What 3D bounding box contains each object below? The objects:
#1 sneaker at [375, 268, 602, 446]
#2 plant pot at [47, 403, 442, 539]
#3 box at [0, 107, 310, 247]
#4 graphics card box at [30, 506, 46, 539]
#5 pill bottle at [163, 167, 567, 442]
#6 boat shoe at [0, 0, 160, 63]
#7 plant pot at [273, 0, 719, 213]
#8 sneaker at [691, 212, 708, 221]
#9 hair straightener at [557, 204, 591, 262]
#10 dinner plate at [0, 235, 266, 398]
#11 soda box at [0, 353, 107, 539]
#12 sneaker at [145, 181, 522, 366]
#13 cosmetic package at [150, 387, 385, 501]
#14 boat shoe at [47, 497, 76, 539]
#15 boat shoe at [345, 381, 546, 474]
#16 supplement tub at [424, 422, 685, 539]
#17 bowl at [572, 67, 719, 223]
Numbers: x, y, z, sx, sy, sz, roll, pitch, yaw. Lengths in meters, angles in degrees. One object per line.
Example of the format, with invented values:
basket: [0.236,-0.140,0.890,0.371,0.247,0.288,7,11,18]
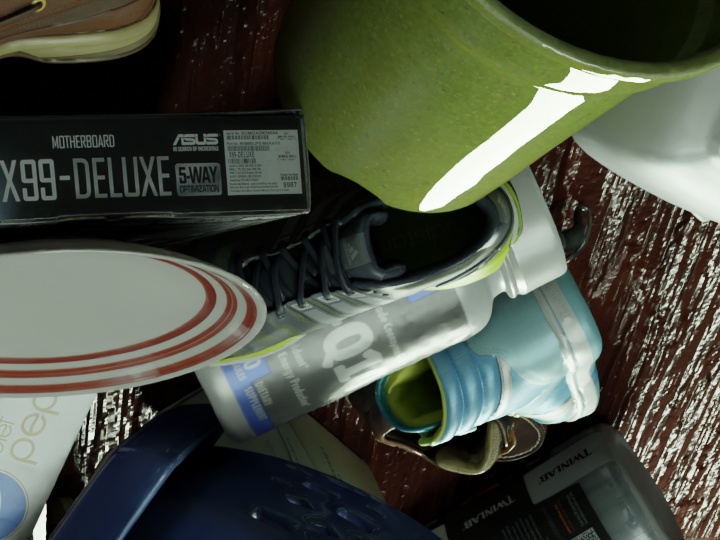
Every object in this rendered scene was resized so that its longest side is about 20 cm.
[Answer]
sneaker: [0.071,0.063,1.425,0.130,0.080,0.200,-26,160,-5]
plant pot: [-0.085,0.189,1.280,0.200,0.180,0.200,-54,178,9]
box: [-0.146,-0.037,1.097,0.199,0.050,0.158,-3,176,-32]
graphics card box: [-0.242,0.140,1.368,0.125,0.051,0.200,-15,149,-17]
pill bottle: [0.000,0.000,1.272,0.199,0.114,0.114,-25,149,-1]
boat shoe: [-0.171,-0.122,1.010,0.199,0.072,0.068,-14,143,-31]
plant pot: [0.056,-0.124,1.075,0.200,0.201,0.184,-5,154,-31]
sneaker: [0.188,-0.099,1.312,0.099,0.071,0.200,-37,151,11]
hair straightener: [0.046,0.004,1.401,0.199,0.041,0.077,-22,169,-18]
dinner plate: [-0.143,0.019,1.102,0.199,0.024,0.200,-4,159,-2]
soda box: [-0.185,0.077,1.231,0.068,0.064,0.200,17,115,-22]
sneaker: [-0.016,-0.008,1.174,0.199,0.074,0.081,-21,177,-1]
cosmetic package: [-0.041,0.145,1.474,0.073,0.104,0.200,-30,151,7]
boat shoe: [-0.169,0.209,1.505,0.065,0.073,0.200,-9,146,-16]
boat shoe: [0.060,0.099,1.507,0.072,0.072,0.200,-37,148,18]
supplement tub: [0.115,0.203,1.659,0.200,0.123,0.123,-32,149,10]
bowl: [0.222,-0.112,1.230,0.199,0.075,0.200,21,101,-46]
